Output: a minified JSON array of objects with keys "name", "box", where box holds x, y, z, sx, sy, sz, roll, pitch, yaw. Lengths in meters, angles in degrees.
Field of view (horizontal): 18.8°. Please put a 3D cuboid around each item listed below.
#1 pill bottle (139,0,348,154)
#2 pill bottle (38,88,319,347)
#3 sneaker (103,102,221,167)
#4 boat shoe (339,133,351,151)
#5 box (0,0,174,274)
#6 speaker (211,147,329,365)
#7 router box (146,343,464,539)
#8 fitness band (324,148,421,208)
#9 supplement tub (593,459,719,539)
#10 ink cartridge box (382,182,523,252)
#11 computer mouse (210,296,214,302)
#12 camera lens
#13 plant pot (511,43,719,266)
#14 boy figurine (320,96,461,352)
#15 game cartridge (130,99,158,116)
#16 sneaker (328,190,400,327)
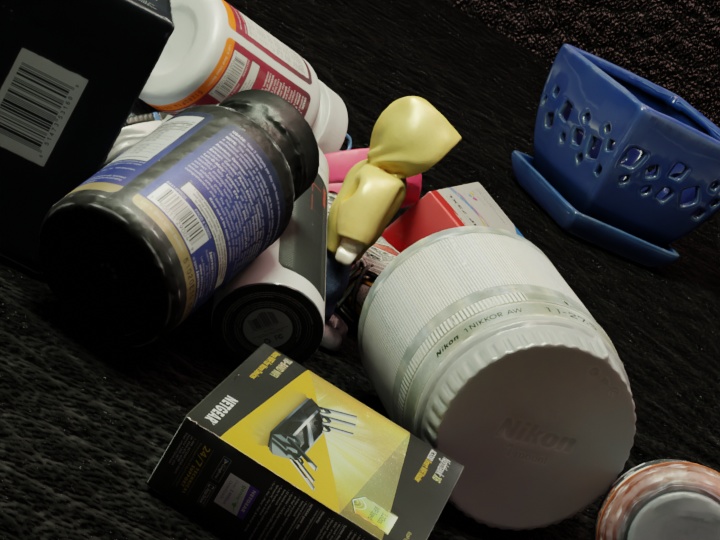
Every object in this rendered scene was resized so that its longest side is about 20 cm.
[{"name":"pill bottle","box":[-0.104,-0.157,1.889,0.200,0.110,0.110,32,9,-48]},{"name":"pill bottle","box":[-0.114,-0.043,1.455,0.112,0.112,0.200,34,43,13]},{"name":"sneaker","box":[-0.126,-0.086,1.729,0.200,0.076,0.077,-15,76,-36]},{"name":"boat shoe","box":[-0.064,-0.114,2.013,0.200,0.069,0.084,35,15,14]},{"name":"box","box":[-0.226,-0.134,1.512,0.123,0.200,0.198,27,14,-13]},{"name":"speaker","box":[-0.064,-0.018,1.578,0.081,0.081,0.200,26,32,-17]},{"name":"router box","box":[-0.028,0.126,1.332,0.157,0.052,0.200,32,15,3]},{"name":"fitness band","box":[-0.019,-0.075,1.852,0.143,0.037,0.200,0,-6,1]},{"name":"supplement tub","box":[0.207,0.177,1.429,0.107,0.107,0.200,33,-1,7]},{"name":"ink cartridge box","box":[0.090,-0.010,1.920,0.116,0.067,0.200,51,18,7]},{"name":"computer mouse","box":[-0.124,0.013,1.571,0.059,0.034,0.200,57,27,14]},{"name":"camera lens","box":[0.093,0.072,1.533,0.160,0.160,0.200,24,17,-24]},{"name":"plant pot","box":[0.308,-0.126,2.560,0.200,0.180,0.200,22,17,-33]},{"name":"boy figurine","box":[0.007,-0.041,1.660,0.064,0.200,0.124,31,11,0]},{"name":"game cartridge","box":[-0.205,-0.121,1.830,0.133,0.040,0.200,26,15,-32]},{"name":"sneaker","box":[0.000,0.000,1.750,0.200,0.078,0.082,29,16,-4]}]
